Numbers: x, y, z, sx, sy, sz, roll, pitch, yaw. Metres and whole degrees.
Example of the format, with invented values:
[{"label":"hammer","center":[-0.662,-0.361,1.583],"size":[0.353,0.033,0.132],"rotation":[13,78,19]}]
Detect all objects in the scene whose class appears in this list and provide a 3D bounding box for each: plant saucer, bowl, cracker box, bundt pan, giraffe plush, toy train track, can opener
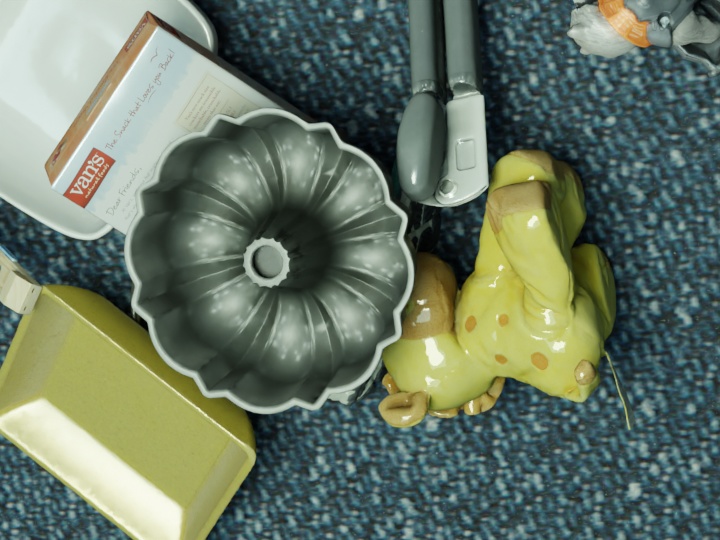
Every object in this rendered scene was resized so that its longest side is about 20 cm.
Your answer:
[{"label":"plant saucer","center":[-0.171,0.108,1.591],"size":[0.200,0.048,0.200],"rotation":[38,141,4]},{"label":"bowl","center":[-0.210,-0.147,1.558],"size":[0.199,0.075,0.200],"rotation":[35,106,6]},{"label":"cracker box","center":[-0.102,-0.069,1.498],"size":[0.199,0.058,0.134],"rotation":[33,99,-22]},{"label":"bundt pan","center":[-0.052,-0.011,1.427],"size":[0.200,0.076,0.204],"rotation":[3,100,15]},{"label":"giraffe plush","center":[0.084,0.032,1.475],"size":[0.161,0.172,0.202],"rotation":[-17,83,18]},{"label":"toy train track","center":[-0.292,-0.024,1.569],"size":[0.200,0.032,0.115],"rotation":[38,106,46]},{"label":"can opener","center":[0.056,-0.136,1.455],"size":[0.052,0.067,0.201],"rotation":[-9,62,19]}]

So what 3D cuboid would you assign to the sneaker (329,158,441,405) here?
[{"label":"sneaker","center":[0.000,0.000,1.545],"size":[0.079,0.077,0.201],"rotation":[28,108,16]}]

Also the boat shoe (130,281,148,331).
[{"label":"boat shoe","center":[-0.122,-0.031,1.571],"size":[0.073,0.065,0.202],"rotation":[15,106,11]}]

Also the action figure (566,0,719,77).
[{"label":"action figure","center":[0.195,-0.230,1.425],"size":[0.199,0.105,0.194],"rotation":[37,99,2]}]
